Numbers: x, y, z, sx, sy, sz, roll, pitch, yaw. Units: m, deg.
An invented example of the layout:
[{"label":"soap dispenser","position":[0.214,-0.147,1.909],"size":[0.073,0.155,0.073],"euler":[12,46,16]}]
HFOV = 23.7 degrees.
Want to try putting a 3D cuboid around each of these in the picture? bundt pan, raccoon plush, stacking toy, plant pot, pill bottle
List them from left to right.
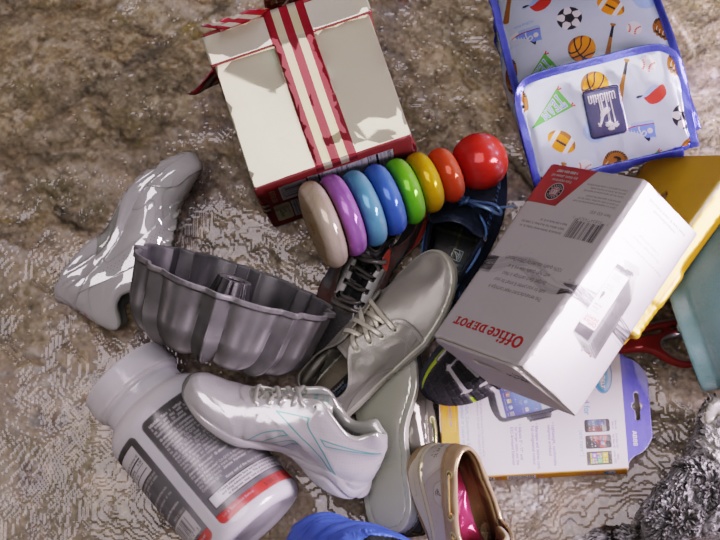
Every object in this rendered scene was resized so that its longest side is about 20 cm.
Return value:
[{"label":"pill bottle","position":[-0.162,0.170,1.624],"size":[0.116,0.116,0.200],"euler":[-41,76,-4]},{"label":"bundt pan","position":[-0.129,0.042,1.613],"size":[0.201,0.202,0.076],"euler":[20,97,10]},{"label":"stacking toy","position":[0.046,-0.076,1.606],"size":[0.199,0.085,0.086],"euler":[-22,75,-9]},{"label":"raccoon plush","position":[0.282,0.192,1.587],"size":[0.199,0.097,0.135],"euler":[-7,68,5]},{"label":"plant pot","position":[0.355,0.034,1.566],"size":[0.134,0.200,0.201],"euler":[-18,75,11]}]

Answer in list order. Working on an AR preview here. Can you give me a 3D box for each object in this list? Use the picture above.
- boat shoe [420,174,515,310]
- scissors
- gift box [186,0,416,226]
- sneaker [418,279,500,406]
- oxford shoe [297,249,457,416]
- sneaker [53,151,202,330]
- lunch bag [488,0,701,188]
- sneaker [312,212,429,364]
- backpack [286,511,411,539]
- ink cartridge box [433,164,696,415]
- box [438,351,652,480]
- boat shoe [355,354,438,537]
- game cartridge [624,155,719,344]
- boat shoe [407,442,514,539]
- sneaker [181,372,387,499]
[{"label":"boat shoe","position":[0.102,-0.038,1.669],"size":[0.084,0.069,0.201],"euler":[10,78,8]},{"label":"scissors","position":[0.235,0.063,1.621],"size":[0.199,0.014,0.073],"euler":[-4,70,-17]},{"label":"gift box","position":[-0.062,-0.165,1.660],"size":[0.199,0.185,0.187],"euler":[-17,77,-4]},{"label":"sneaker","position":[0.124,0.048,1.625],"size":[0.200,0.081,0.074],"euler":[-45,116,-15]},{"label":"oxford shoe","position":[0.015,0.060,1.609],"size":[0.200,0.058,0.075],"euler":[-48,50,6]},{"label":"sneaker","position":[-0.209,-0.025,1.705],"size":[0.099,0.078,0.200],"euler":[38,91,5]},{"label":"lunch bag","position":[0.223,-0.186,1.652],"size":[0.169,0.124,0.201],"euler":[-13,65,6]},{"label":"sneaker","position":[0.000,0.000,1.664],"size":[0.077,0.082,0.201],"euler":[22,80,11]},{"label":"backpack","position":[-0.028,0.319,1.542],"size":[0.168,0.162,0.201],"euler":[15,79,50]},{"label":"ink cartridge box","position":[0.179,0.014,1.519],"size":[0.083,0.147,0.200],"euler":[41,79,-28]},{"label":"box","position":[0.174,0.137,1.635],"size":[0.199,0.041,0.120],"euler":[-3,76,3]},{"label":"boat shoe","position":[0.040,0.153,1.635],"size":[0.072,0.060,0.203],"euler":[-13,70,36]},{"label":"game cartridge","position":[0.263,-0.021,1.599],"size":[0.032,0.176,0.200],"euler":[37,83,-16]},{"label":"boat shoe","position":[0.106,0.252,1.570],"size":[0.074,0.069,0.201],"euler":[-26,96,-42]},{"label":"sneaker","position":[-0.066,0.132,1.577],"size":[0.200,0.071,0.080],"euler":[25,118,-6]}]
